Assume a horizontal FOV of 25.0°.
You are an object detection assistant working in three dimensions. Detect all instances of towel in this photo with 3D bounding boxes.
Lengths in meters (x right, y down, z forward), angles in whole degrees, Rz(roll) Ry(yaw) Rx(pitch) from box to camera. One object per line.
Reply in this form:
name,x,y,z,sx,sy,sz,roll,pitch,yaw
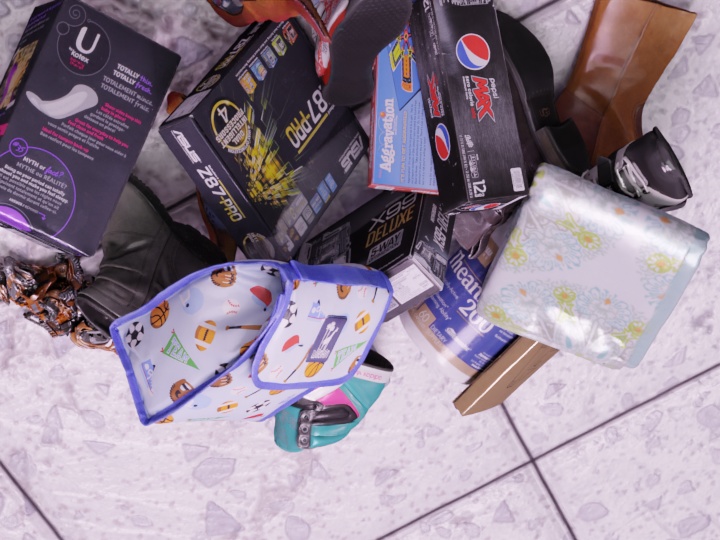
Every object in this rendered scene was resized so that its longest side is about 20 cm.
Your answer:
towel,0.214,0.003,1.532,0.170,0.048,0.200,21,136,-1

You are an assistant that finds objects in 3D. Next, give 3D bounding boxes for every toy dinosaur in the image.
toy dinosaur,-0.262,0.032,1.612,0.199,0.103,0.136,12,142,-33
toy dinosaur,-0.144,-0.079,1.560,0.200,0.105,0.182,-40,101,24
toy dinosaur,-0.090,-0.248,1.423,0.105,0.201,0.181,30,140,-19

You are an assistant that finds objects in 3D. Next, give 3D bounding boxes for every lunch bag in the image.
lunch bag,-0.087,0.056,1.433,0.200,0.124,0.170,-33,160,27

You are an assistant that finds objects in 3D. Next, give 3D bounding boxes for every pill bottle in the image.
pill bottle,0.144,0.013,1.666,0.111,0.111,0.200,37,106,-28

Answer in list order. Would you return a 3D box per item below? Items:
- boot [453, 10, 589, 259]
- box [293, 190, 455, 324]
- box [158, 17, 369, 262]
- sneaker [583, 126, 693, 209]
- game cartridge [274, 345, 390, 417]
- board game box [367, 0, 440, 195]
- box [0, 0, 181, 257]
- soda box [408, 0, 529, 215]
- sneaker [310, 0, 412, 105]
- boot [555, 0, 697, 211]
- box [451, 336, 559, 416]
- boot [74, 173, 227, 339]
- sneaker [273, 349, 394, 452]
boot,0.118,-0.131,1.587,0.174,0.201,0.069,-32,165,38
box,0.000,0.000,1.565,0.200,0.158,0.050,-32,116,30
box,-0.082,-0.122,1.480,0.049,0.200,0.162,-15,117,36
sneaker,0.252,-0.079,1.522,0.088,0.200,0.074,-27,85,-2
game cartridge,-0.069,0.088,1.707,0.133,0.041,0.200,-41,120,16
board game box,0.061,-0.172,1.528,0.102,0.019,0.201,6,81,-17
box,-0.265,-0.126,1.452,0.122,0.106,0.201,27,81,-25
soda box,0.097,-0.156,1.488,0.063,0.071,0.201,-7,84,-19
sneaker,-0.007,-0.239,1.449,0.067,0.109,0.202,-5,159,-13
boot,0.283,-0.171,1.635,0.187,0.069,0.201,19,106,-14
box,0.192,0.074,1.702,0.200,0.163,0.021,-46,75,14
boot,-0.230,-0.013,1.527,0.200,0.131,0.068,37,145,-3
sneaker,-0.075,0.121,1.661,0.199,0.084,0.121,18,105,-22
